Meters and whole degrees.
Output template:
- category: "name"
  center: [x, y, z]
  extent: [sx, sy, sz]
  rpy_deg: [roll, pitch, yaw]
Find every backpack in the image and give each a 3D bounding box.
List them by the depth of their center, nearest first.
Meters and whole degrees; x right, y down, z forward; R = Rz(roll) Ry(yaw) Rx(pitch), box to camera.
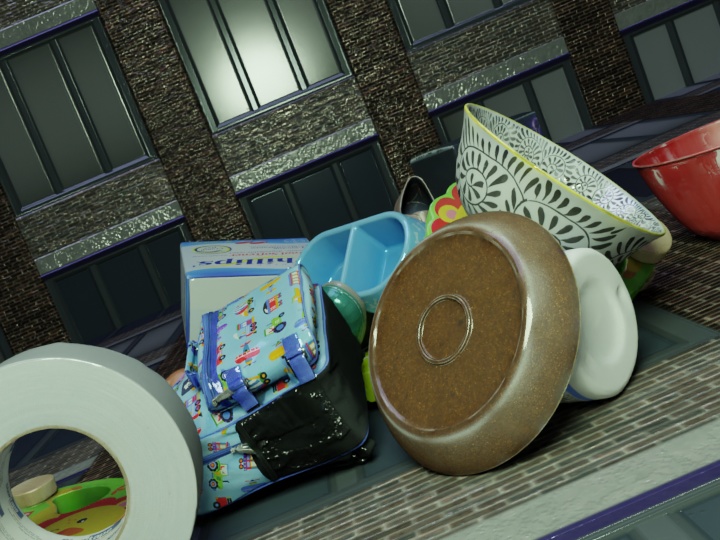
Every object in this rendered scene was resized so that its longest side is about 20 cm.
- category: "backpack"
  center: [-0.101, 0.112, 0.823]
  extent: [0.198, 0.135, 0.183]
  rpy_deg: [-27, 25, 10]

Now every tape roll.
- category: "tape roll"
  center: [-0.216, 0.158, 0.678]
  extent: [0.198, 0.203, 0.066]
  rpy_deg: [-23, 7, -3]

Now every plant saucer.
- category: "plant saucer"
  center: [0.071, 0.047, 0.686]
  extent: [0.034, 0.203, 0.199]
  rpy_deg: [22, -26, -39]

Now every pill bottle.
- category: "pill bottle"
  center: [0.111, 0.056, 0.751]
  extent: [0.199, 0.115, 0.113]
  rpy_deg: [-15, 11, 44]

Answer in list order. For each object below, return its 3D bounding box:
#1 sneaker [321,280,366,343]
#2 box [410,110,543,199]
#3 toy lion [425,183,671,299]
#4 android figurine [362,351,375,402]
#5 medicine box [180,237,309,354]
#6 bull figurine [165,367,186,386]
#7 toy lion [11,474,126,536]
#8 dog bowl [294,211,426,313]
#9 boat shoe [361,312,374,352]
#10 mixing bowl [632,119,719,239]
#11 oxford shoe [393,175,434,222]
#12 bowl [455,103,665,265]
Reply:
- category: "sneaker"
  center: [-0.056, 0.098, 0.950]
  extent: [0.080, 0.071, 0.201]
  rpy_deg: [-52, -7, -49]
- category: "box"
  center: [0.175, -0.081, 1.186]
  extent: [0.147, 0.202, 0.104]
  rpy_deg: [-26, 8, -28]
- category: "toy lion"
  center: [0.168, -0.023, 0.891]
  extent: [0.191, 0.200, 0.069]
  rpy_deg: [-38, -23, -29]
- category: "android figurine"
  center: [0.058, 0.090, 0.954]
  extent: [0.180, 0.042, 0.200]
  rpy_deg: [-17, 9, 35]
- category: "medicine box"
  center: [-0.139, 0.029, 1.196]
  extent: [0.179, 0.105, 0.200]
  rpy_deg: [-2, 13, -13]
- category: "bull figurine"
  center: [-0.217, 0.154, 1.081]
  extent: [0.121, 0.065, 0.200]
  rpy_deg: [-29, -16, -38]
- category: "toy lion"
  center: [-0.259, 0.237, 0.825]
  extent: [0.189, 0.070, 0.200]
  rpy_deg: [-14, 9, 11]
- category: "dog bowl"
  center: [0.000, 0.000, 0.970]
  extent: [0.199, 0.049, 0.113]
  rpy_deg: [-15, 55, 45]
- category: "boat shoe"
  center: [0.037, 0.022, 1.053]
  extent: [0.060, 0.076, 0.201]
  rpy_deg: [7, 50, 36]
- category: "mixing bowl"
  center: [0.406, -0.101, 0.997]
  extent: [0.198, 0.110, 0.200]
  rpy_deg: [-22, 7, 3]
- category: "oxford shoe"
  center: [0.064, -0.021, 0.994]
  extent: [0.070, 0.074, 0.201]
  rpy_deg: [-6, 43, -5]
- category: "bowl"
  center: [0.152, -0.051, 0.797]
  extent: [0.095, 0.199, 0.201]
  rpy_deg: [-59, -5, 19]
